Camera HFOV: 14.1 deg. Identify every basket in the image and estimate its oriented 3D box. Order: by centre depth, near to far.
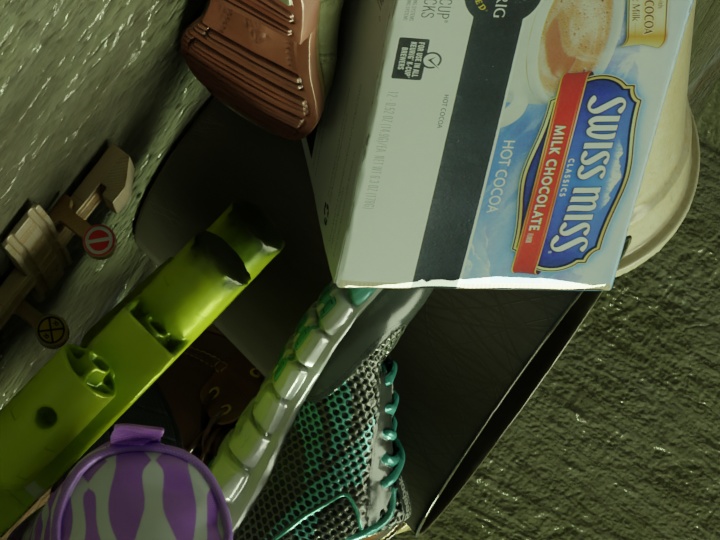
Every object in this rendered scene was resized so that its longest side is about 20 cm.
[{"bbox_3d":[0.000,0.000,1.418,0.181,0.200,0.136,-54,172,-12],"label":"basket"}]

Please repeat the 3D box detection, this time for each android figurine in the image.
[{"bbox_3d":[-0.118,0.050,1.284,0.200,0.041,0.182,-43,-178,21],"label":"android figurine"}]

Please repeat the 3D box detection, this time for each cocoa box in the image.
[{"bbox_3d":[0.057,-0.106,1.255,0.134,0.131,0.201,-103,-161,-47],"label":"cocoa box"}]

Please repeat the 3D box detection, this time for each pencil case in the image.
[{"bbox_3d":[-0.108,0.124,1.252,0.200,0.084,0.086,144,-48,-71],"label":"pencil case"}]

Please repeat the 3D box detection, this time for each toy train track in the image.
[{"bbox_3d":[-0.155,0.035,1.255,0.200,0.032,0.115,-52,172,-9],"label":"toy train track"}]

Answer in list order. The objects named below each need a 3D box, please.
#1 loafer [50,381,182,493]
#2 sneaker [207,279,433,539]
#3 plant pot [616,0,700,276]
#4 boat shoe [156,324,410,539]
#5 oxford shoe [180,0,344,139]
[{"bbox_3d":[-0.125,0.124,1.427,0.063,0.072,0.200,-56,-148,31],"label":"loafer"},{"bbox_3d":[-0.008,0.077,1.334,0.200,0.091,0.078,-58,-175,20],"label":"sneaker"},{"bbox_3d":[0.109,-0.122,1.637,0.201,0.200,0.184,-50,164,-28],"label":"plant pot"},{"bbox_3d":[-0.057,0.080,1.483,0.067,0.200,0.072,-20,131,-56],"label":"boat shoe"},{"bbox_3d":[-0.029,-0.117,1.238,0.074,0.071,0.200,-58,176,-20],"label":"oxford shoe"}]
